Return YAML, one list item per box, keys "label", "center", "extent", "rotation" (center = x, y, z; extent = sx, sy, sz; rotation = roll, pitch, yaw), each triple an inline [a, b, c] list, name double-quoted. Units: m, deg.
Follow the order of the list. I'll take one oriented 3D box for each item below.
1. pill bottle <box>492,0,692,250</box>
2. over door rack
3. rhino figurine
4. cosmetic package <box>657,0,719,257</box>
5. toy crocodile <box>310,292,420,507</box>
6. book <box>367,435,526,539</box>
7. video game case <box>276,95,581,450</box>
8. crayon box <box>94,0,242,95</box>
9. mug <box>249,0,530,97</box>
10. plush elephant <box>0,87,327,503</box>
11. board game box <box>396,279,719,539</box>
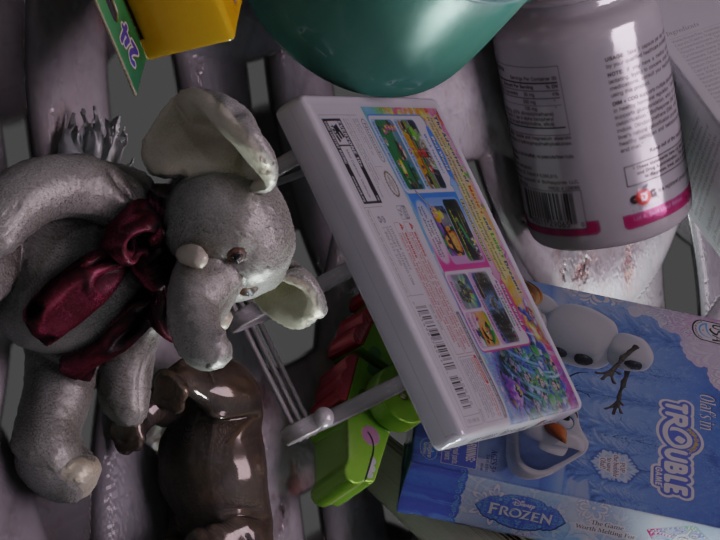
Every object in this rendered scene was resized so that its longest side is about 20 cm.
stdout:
- label: "pill bottle"
  center: [0.150, -0.124, 1.918]
  extent: [0.113, 0.113, 0.201]
  rotation: [-42, 125, -56]
- label: "over door rack"
  center: [0.000, 0.000, 1.589]
  extent: [0.200, 0.067, 0.148]
  rotation: [-19, 82, -53]
- label: "rhino figurine"
  center: [-0.077, 0.136, 1.516]
  extent: [0.087, 0.060, 0.201]
  rotation: [-30, 116, -58]
- label: "cosmetic package"
  center: [0.233, -0.116, 1.976]
  extent: [0.200, 0.074, 0.102]
  rotation: [59, -26, 29]
- label: "toy crocodile"
  center: [0.008, 0.051, 1.682]
  extent: [0.062, 0.067, 0.200]
  rotation: [34, 52, -18]
- label: "book"
  center: [0.098, 0.186, 1.721]
  extent: [0.048, 0.200, 0.134]
  rotation: [-51, 148, -2]
- label: "video game case"
  center: [0.041, -0.003, 1.581]
  extent: [0.200, 0.024, 0.182]
  rotation: [64, 23, 9]
- label: "crayon box"
  center: [-0.098, -0.195, 1.450]
  extent: [0.200, 0.051, 0.126]
  rotation: [-82, 155, -53]
- label: "mug"
  center: [0.021, -0.163, 1.597]
  extent: [0.185, 0.114, 0.152]
  rotation: [31, 40, -18]
- label: "plush elephant"
  center: [-0.099, 0.001, 1.374]
  extent: [0.165, 0.154, 0.200]
  rotation: [60, 39, -43]
- label: "board game box"
  center: [0.129, 0.086, 1.726]
  extent: [0.200, 0.198, 0.043]
  rotation: [-82, -175, -54]
